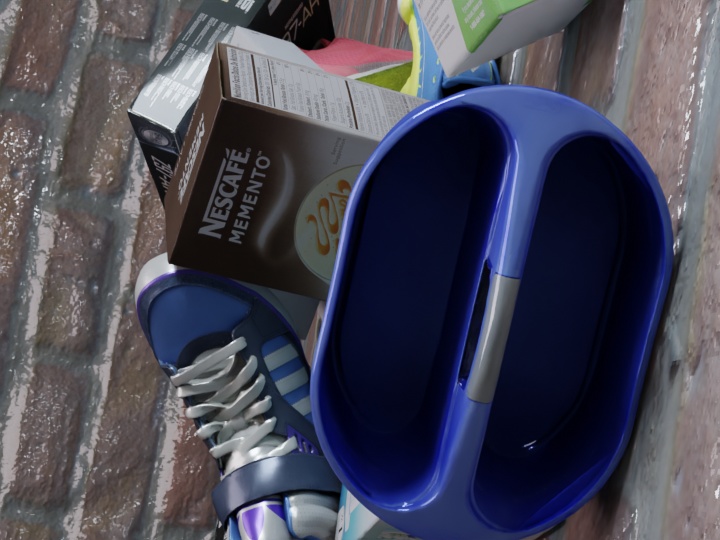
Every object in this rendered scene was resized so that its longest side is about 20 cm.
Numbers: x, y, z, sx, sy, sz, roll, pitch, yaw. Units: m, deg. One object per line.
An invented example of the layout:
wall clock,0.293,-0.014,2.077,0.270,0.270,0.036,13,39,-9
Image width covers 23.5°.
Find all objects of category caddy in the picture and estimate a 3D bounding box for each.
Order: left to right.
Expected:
caddy,0.055,0.018,0.750,0.105,0.140,0.202,-87,8,-77

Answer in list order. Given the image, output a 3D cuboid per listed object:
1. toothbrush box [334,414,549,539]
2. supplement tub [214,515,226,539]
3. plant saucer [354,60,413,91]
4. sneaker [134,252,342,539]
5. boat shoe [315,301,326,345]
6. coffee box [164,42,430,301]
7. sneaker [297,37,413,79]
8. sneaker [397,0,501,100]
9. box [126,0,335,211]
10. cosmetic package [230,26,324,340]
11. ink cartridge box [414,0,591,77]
toothbrush box,0.048,0.078,0.933,0.200,0.085,0.148,115,164,-67
supplement tub,-0.064,0.255,1.430,0.201,0.121,0.123,-88,11,-47
plant saucer,-0.003,-0.063,1.312,0.199,0.048,0.201,-26,-27,-53
sneaker,-0.063,0.097,1.014,0.201,0.080,0.147,55,-163,-33
boat shoe,0.000,0.000,1.146,0.067,0.073,0.201,50,136,40
coffee box,-0.005,-0.045,1.016,0.080,0.198,0.115,-102,29,-58
sneaker,0.007,-0.156,1.364,0.074,0.087,0.200,-54,-17,25
sneaker,0.073,-0.159,1.207,0.105,0.075,0.202,175,99,-71
box,-0.092,-0.147,1.316,0.201,0.043,0.161,-58,-18,-21
cosmetic package,-0.061,-0.064,1.162,0.200,0.051,0.152,49,124,60
ink cartridge box,0.056,-0.227,0.961,0.145,0.083,0.201,143,104,-80
